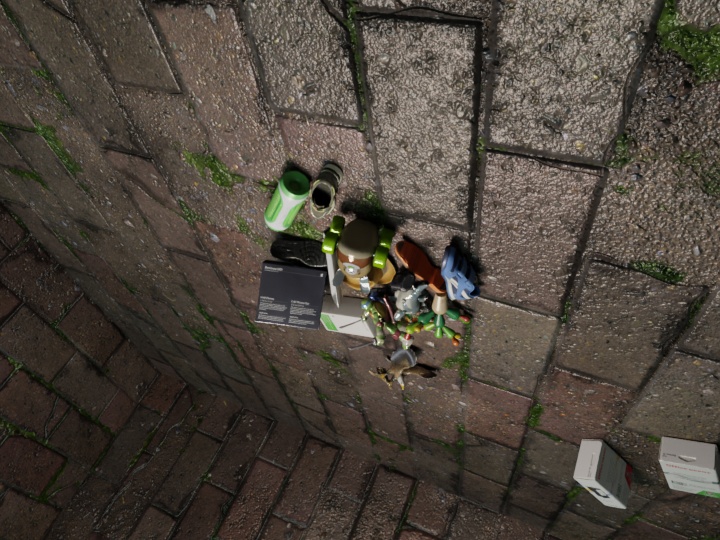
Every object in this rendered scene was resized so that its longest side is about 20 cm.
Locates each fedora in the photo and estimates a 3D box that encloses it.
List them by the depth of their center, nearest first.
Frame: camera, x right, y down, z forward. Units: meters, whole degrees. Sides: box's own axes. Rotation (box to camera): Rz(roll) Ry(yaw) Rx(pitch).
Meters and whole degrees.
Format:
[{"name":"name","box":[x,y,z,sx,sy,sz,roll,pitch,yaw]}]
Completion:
[{"name":"fedora","box":[0.000,0.000,1.489,0.200,0.082,0.201,20,148,13]}]

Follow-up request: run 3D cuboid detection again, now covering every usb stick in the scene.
[{"name":"usb stick","box":[0.111,0.029,1.377,0.032,0.056,0.200,25,178,-4]}]

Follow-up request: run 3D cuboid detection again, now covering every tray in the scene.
[{"name":"tray","box":[-0.077,-0.005,1.476,0.107,0.022,0.201,-132,34,-70]}]

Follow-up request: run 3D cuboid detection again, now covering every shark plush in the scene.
[{"name":"shark plush","box":[0.151,0.066,1.431,0.083,0.091,0.200,9,141,-9]}]

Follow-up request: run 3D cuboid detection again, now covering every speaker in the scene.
[{"name":"speaker","box":[-0.199,-0.182,1.384,0.088,0.089,0.200,33,148,-8]}]

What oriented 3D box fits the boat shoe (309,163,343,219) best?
[{"name":"boat shoe","box":[-0.099,-0.188,1.321,0.072,0.060,0.202,29,148,-1]}]

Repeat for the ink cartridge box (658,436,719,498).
[{"name":"ink cartridge box","box":[0.998,0.592,1.555,0.146,0.083,0.200,-2,138,40]}]

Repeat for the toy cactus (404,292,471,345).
[{"name":"toy cactus","box":[0.222,0.136,1.466,0.199,0.103,0.166,-3,126,-1]}]

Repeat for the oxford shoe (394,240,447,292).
[{"name":"oxford shoe","box":[0.150,-0.002,1.386,0.200,0.072,0.073,43,150,-23]}]

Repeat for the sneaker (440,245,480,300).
[{"name":"sneaker","box":[0.256,0.007,1.317,0.082,0.074,0.200,7,150,28]}]

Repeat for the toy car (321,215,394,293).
[{"name":"toy car","box":[-0.016,-0.020,1.365,0.163,0.158,0.201,15,129,3]}]

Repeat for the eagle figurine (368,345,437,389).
[{"name":"eagle figurine","box":[0.159,0.357,1.865,0.200,0.152,0.151,-35,161,24]}]

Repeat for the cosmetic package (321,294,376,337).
[{"name":"cosmetic package","box":[-0.036,0.150,1.732,0.199,0.085,0.108,5,139,35]}]

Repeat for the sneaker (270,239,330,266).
[{"name":"sneaker","box":[-0.170,-0.050,1.586,0.199,0.076,0.088,12,169,18]}]

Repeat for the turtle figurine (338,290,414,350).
[{"name":"turtle figurine","box":[0.051,0.179,1.560,0.193,0.201,0.144,32,164,-21]}]

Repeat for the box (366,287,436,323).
[{"name":"box","box":[0.135,0.108,1.582,0.199,0.038,0.137,-5,135,42]}]

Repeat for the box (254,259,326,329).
[{"name":"box","box":[-0.212,0.073,1.596,0.199,0.183,0.104,9,-174,-6]}]

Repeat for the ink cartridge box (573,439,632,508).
[{"name":"ink cartridge box","box":[0.831,0.692,1.768,0.200,0.146,0.083,42,148,-19]}]
